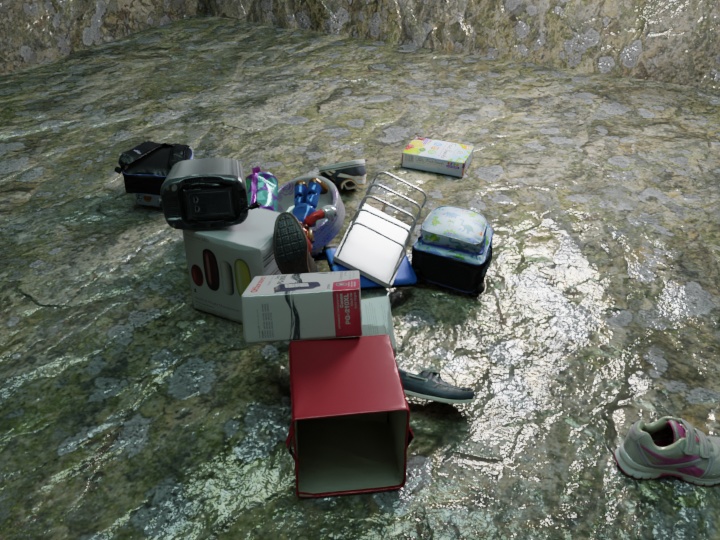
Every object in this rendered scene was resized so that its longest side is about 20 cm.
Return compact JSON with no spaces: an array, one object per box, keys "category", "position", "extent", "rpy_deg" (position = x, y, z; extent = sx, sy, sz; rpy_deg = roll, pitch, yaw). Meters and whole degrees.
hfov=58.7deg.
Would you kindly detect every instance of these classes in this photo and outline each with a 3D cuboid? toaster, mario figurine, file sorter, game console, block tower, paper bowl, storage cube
[{"category":"toaster","position":[-0.300,-0.159,1.284],"extent":[0.196,0.115,0.130],"rpy_deg":[-6,32,-8]},{"category":"mario figurine","position":[-0.125,-0.101,1.452],"extent":[0.105,0.123,0.203],"rpy_deg":[21,62,-20]},{"category":"file sorter","position":[0.049,-0.094,1.376],"extent":[0.137,0.125,0.201],"rpy_deg":[26,45,-1]},{"category":"game console","position":[0.000,0.000,1.441],"extent":[0.197,0.119,0.172],"rpy_deg":[-3,53,-27]},{"category":"block tower","position":[0.025,-0.128,1.661],"extent":[0.053,0.059,0.201],"rpy_deg":[7,33,9]},{"category":"paper bowl","position":[-0.134,-0.127,1.573],"extent":[0.197,0.105,0.203],"rpy_deg":[-9,54,13]},{"category":"storage cube","position":[-0.023,0.229,1.026],"extent":[0.196,0.173,0.181],"rpy_deg":[-4,33,-7]}]

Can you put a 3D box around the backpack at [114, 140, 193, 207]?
[{"category":"backpack","position":[-0.541,-0.270,1.767],"extent":[0.196,0.156,0.192],"rpy_deg":[9,42,1]}]

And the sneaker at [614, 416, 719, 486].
[{"category":"sneaker","position":[0.519,0.286,1.031],"extent":[0.196,0.089,0.082],"rpy_deg":[0,34,-2]}]

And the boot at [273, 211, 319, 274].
[{"category":"boot","position":[-0.126,-0.012,1.284],"extent":[0.073,0.203,0.097],"rpy_deg":[-15,-7,1]}]

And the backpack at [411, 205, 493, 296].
[{"category":"backpack","position":[0.221,-0.063,1.488],"extent":[0.180,0.149,0.201],"rpy_deg":[14,33,14]}]

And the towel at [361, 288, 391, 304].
[{"category":"towel","position":[-0.044,0.083,1.355],"extent":[0.169,0.049,0.200],"rpy_deg":[16,36,25]}]

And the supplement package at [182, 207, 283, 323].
[{"category":"supplement package","position":[-0.248,-0.015,1.352],"extent":[0.188,0.203,0.147],"rpy_deg":[14,35,19]}]

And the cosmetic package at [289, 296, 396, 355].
[{"category":"cosmetic package","position":[-0.036,0.121,1.209],"extent":[0.196,0.085,0.109],"rpy_deg":[-7,69,0]}]

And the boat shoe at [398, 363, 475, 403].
[{"category":"boat shoe","position":[0.110,0.200,1.154],"extent":[0.196,0.063,0.075],"rpy_deg":[7,-11,17]}]

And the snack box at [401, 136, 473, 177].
[{"category":"snack box","position":[0.243,-0.359,2.010],"extent":[0.197,0.054,0.143],"rpy_deg":[14,37,17]}]

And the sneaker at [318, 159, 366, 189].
[{"category":"sneaker","position":[-0.055,-0.275,1.866],"extent":[0.077,0.081,0.199],"rpy_deg":[-15,12,-32]}]

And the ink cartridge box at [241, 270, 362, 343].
[{"category":"ink cartridge box","position":[-0.097,0.059,1.106],"extent":[0.196,0.086,0.145],"rpy_deg":[-4,12,0]}]

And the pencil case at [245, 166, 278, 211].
[{"category":"pencil case","position":[-0.237,-0.138,1.495],"extent":[0.084,0.093,0.202],"rpy_deg":[-12,51,12]}]
